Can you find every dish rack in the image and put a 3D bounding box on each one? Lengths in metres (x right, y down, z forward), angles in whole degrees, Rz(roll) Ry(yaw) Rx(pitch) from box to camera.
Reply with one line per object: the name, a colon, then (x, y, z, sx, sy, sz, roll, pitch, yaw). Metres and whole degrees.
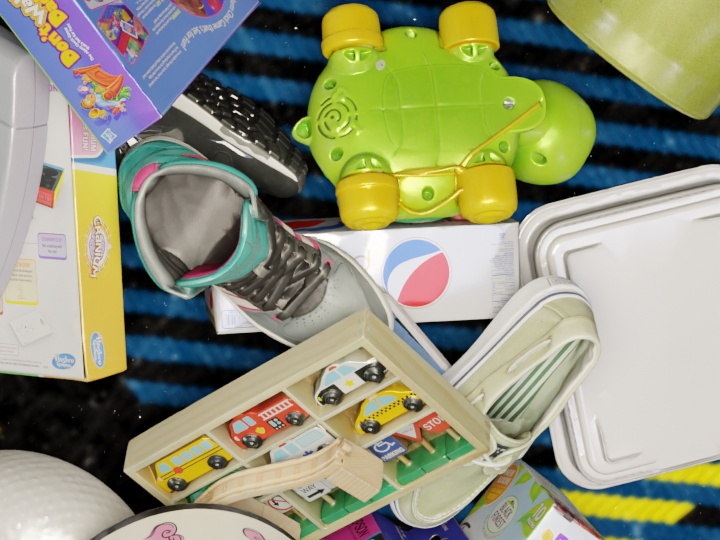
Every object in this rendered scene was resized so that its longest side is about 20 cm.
dish rack: (0.201, 0.042, 1.584, 0.171, 0.044, 0.201, -14, 102, -7)

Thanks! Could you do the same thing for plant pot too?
plant pot: (0.221, -0.207, 1.485, 0.200, 0.200, 0.193, 35, 105, -12)

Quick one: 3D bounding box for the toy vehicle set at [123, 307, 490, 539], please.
toy vehicle set: (-0.034, 0.109, 1.479, 0.200, 0.027, 0.124, -30, 125, 29)

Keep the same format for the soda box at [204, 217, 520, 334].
soda box: (0.000, 0.000, 1.532, 0.199, 0.068, 0.064, -2, 99, -9)

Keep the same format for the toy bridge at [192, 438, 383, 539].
toy bridge: (-0.068, 0.158, 1.489, 0.067, 0.027, 0.200, 32, 129, -22)

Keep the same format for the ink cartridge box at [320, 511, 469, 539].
ink cartridge box: (-0.024, 0.210, 1.547, 0.199, 0.095, 0.037, -29, 106, -3)

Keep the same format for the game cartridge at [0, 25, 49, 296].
game cartridge: (-0.255, -0.059, 1.436, 0.133, 0.041, 0.201, 31, 115, 30)

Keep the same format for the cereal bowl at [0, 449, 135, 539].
cereal bowl: (-0.226, 0.220, 1.499, 0.199, 0.083, 0.201, 2, 106, 7)

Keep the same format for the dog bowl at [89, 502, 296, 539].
dog bowl: (-0.102, 0.247, 1.444, 0.199, 0.074, 0.201, -5, 111, -14)

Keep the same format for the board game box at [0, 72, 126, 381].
board game box: (-0.218, -0.038, 1.461, 0.153, 0.040, 0.201, 5, 101, 34)

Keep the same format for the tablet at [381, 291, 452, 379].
tablet: (-0.031, 0.108, 1.536, 0.200, 0.014, 0.130, -34, 122, 11)

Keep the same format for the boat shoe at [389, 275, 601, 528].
boat shoe: (0.081, 0.092, 1.503, 0.072, 0.062, 0.200, 22, 116, -24)

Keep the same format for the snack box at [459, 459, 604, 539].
snack box: (0.069, 0.226, 1.541, 0.053, 0.142, 0.200, 38, 92, -11)

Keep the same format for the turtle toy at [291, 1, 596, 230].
turtle toy: (0.054, -0.089, 1.508, 0.199, 0.101, 0.146, -2, 74, -9)

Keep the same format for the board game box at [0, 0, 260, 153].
board game box: (-0.143, -0.170, 1.418, 0.045, 0.200, 0.135, -31, 104, 26)

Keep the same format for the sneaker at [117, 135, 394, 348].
sneaker: (-0.063, -0.006, 1.422, 0.200, 0.121, 0.084, 35, 97, -5)

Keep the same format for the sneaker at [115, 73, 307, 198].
sneaker: (-0.133, -0.086, 1.507, 0.200, 0.076, 0.088, 29, 108, -8)
